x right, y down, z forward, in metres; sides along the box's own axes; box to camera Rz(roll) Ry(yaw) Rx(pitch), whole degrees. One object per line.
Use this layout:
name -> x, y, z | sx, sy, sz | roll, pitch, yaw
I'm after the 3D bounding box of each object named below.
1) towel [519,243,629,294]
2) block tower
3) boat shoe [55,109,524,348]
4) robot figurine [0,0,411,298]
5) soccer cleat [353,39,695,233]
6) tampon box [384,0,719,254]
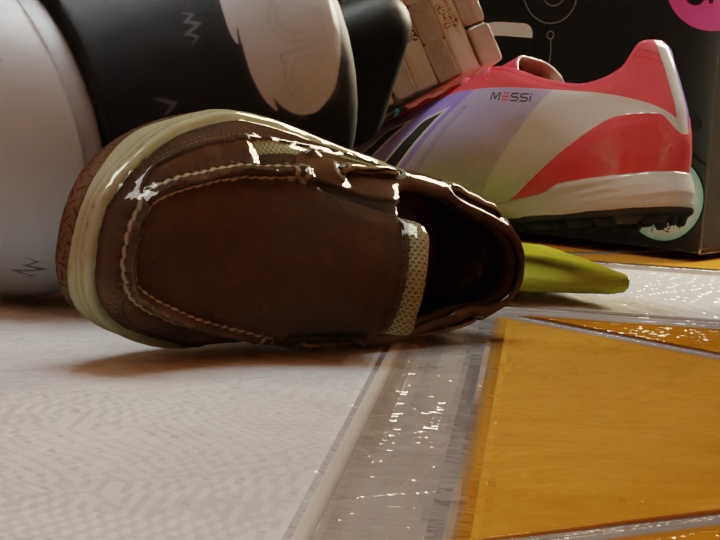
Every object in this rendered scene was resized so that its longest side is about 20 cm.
towel -> 0.000, 0.000, 0.977 | 0.198, 0.018, 0.086 | 2, 10, -21
block tower -> -0.045, -0.070, 1.023 | 0.199, 0.054, 0.058 | -23, -3, -16
boat shoe -> -0.011, -0.009, 0.785 | 0.074, 0.075, 0.202 | 14, 10, 31
robot figurine -> -0.081, -0.063, 0.892 | 0.199, 0.126, 0.150 | -20, 20, -29
soccer cleat -> 0.050, -0.051, 1.022 | 0.199, 0.074, 0.068 | -2, -2, 40
tampon box -> 0.119, -0.094, 1.285 | 0.199, 0.151, 0.126 | 7, 6, 31
